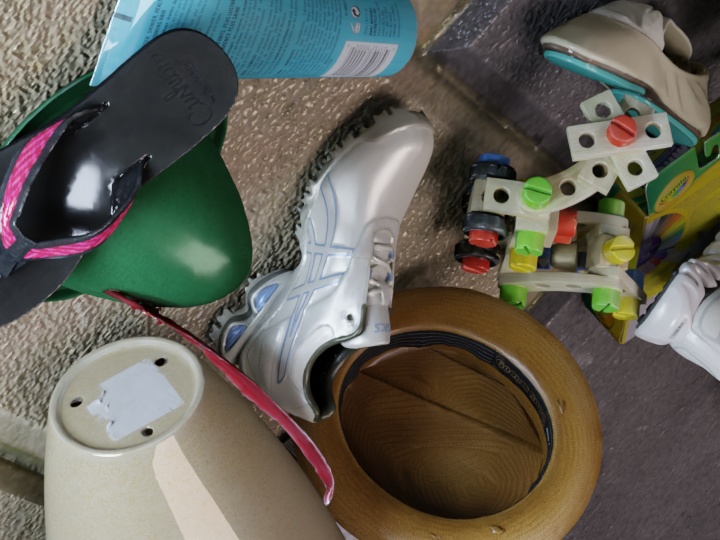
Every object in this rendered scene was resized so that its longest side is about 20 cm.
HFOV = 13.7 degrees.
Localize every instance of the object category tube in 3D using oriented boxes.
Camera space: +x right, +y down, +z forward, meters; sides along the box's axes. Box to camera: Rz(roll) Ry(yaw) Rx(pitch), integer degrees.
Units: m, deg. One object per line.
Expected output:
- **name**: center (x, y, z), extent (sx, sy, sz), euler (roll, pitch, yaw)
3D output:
- **tube**: center (-0.055, -0.130, 1.599), extent (0.200, 0.050, 0.078), euler (-2, 115, -45)

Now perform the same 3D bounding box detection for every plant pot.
- **plant pot**: center (-0.110, 0.139, 1.759), extent (0.187, 0.187, 0.200), euler (-34, 135, -19)

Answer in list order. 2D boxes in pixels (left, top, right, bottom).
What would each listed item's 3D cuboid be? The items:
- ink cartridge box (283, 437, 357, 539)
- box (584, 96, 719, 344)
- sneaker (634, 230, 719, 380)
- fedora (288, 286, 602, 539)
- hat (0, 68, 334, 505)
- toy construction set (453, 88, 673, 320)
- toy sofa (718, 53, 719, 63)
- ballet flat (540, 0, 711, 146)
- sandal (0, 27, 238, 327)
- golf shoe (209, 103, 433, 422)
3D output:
- **ink cartridge box**: center (0.004, 0.151, 2.026), extent (0.196, 0.043, 0.200), euler (-39, 150, -14)
- **box**: center (0.215, -0.041, 2.027), extent (0.117, 0.048, 0.200), euler (-33, 158, -20)
- **sneaker**: center (0.251, 0.020, 2.001), extent (0.075, 0.081, 0.200), euler (-58, 170, 32)
- **fedora**: center (0.052, 0.109, 1.894), extent (0.201, 0.201, 0.082), euler (-35, 164, -17)
- **hat**: center (-0.083, 0.003, 1.592), extent (0.200, 0.176, 0.166), euler (9, 121, -55)
- **toy construction set**: center (0.128, -0.032, 1.867), extent (0.131, 0.092, 0.200), euler (8, 150, 0)
- **toy sofa**: center (0.310, -0.197, 1.934), extent (0.098, 0.083, 0.200), euler (-25, 145, -29)
- **ballet flat**: center (0.171, -0.135, 1.870), extent (0.069, 0.069, 0.200), euler (-49, 152, 7)
- **sandal**: center (-0.146, -0.047, 1.532), extent (0.200, 0.045, 0.075), euler (-43, 106, 6)
- **golf shoe**: center (0.000, 0.000, 1.779), extent (0.078, 0.097, 0.200), euler (5, 123, -51)
